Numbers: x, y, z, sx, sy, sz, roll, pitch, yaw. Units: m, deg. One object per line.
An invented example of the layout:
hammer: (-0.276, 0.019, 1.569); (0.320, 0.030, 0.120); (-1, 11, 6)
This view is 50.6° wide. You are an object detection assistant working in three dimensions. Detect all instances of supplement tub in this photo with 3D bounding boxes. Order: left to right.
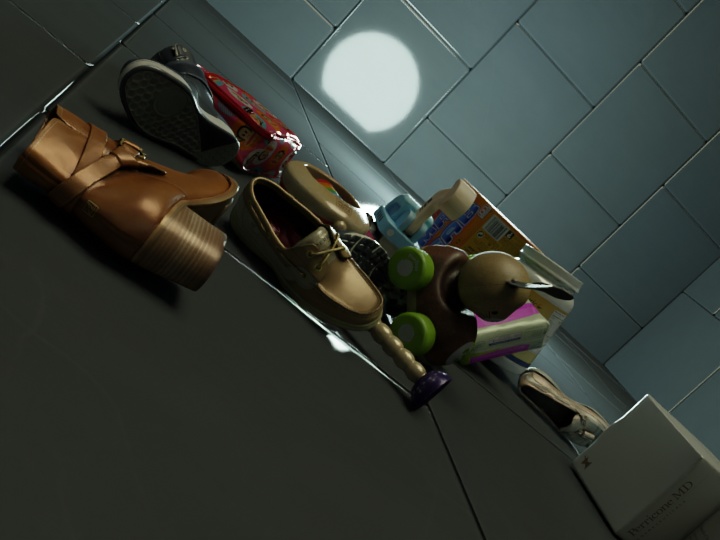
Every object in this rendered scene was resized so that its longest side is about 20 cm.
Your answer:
supplement tub: (0.286, 0.067, 1.356); (0.144, 0.200, 0.144); (34, 8, -6)

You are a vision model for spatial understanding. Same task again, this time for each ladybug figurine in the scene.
ladybug figurine: (-0.057, -0.086, 1.050); (0.136, 0.072, 0.200); (32, 12, -23)

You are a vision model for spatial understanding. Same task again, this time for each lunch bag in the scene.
lunch bag: (-0.186, -0.219, 1.099); (0.176, 0.082, 0.200); (42, 9, 9)

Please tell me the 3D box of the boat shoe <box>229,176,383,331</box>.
boat shoe: (-0.054, -0.018, 0.786); (0.200, 0.066, 0.074); (39, 50, 9)

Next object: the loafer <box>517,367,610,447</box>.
loafer: (0.356, 0.255, 1.339); (0.200, 0.072, 0.063); (40, 27, 10)

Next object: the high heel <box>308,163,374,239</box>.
high heel: (-0.042, -0.088, 1.149); (0.200, 0.067, 0.096); (59, 2, 7)

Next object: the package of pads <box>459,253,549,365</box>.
package of pads: (0.184, 0.059, 1.237); (0.154, 0.068, 0.200); (-9, 39, -22)

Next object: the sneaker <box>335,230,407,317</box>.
sneaker: (0.000, 0.000, 1.004); (0.086, 0.078, 0.200); (37, -2, 38)

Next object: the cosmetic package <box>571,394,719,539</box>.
cosmetic package: (0.463, 0.333, 1.139); (0.200, 0.167, 0.166); (39, 13, -20)

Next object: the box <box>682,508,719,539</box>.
box: (0.516, 0.430, 0.957); (0.199, 0.171, 0.200); (45, 11, 6)

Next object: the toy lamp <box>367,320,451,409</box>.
toy lamp: (0.014, 0.060, 0.834); (0.200, 0.058, 0.058); (50, 12, 16)

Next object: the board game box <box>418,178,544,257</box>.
board game box: (0.253, -0.039, 1.670); (0.200, 0.200, 0.200); (38, 12, -25)

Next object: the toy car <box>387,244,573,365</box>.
toy car: (0.159, 0.039, 0.961); (0.164, 0.200, 0.158); (12, 75, -59)

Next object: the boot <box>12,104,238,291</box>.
boot: (-0.179, -0.075, 0.603); (0.155, 0.074, 0.200); (35, 11, -21)

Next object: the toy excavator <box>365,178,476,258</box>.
toy excavator: (0.089, -0.086, 1.256); (0.100, 0.200, 0.194); (40, 11, -17)

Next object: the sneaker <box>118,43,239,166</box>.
sneaker: (-0.230, -0.217, 0.883); (0.146, 0.077, 0.202); (61, 7, 22)
